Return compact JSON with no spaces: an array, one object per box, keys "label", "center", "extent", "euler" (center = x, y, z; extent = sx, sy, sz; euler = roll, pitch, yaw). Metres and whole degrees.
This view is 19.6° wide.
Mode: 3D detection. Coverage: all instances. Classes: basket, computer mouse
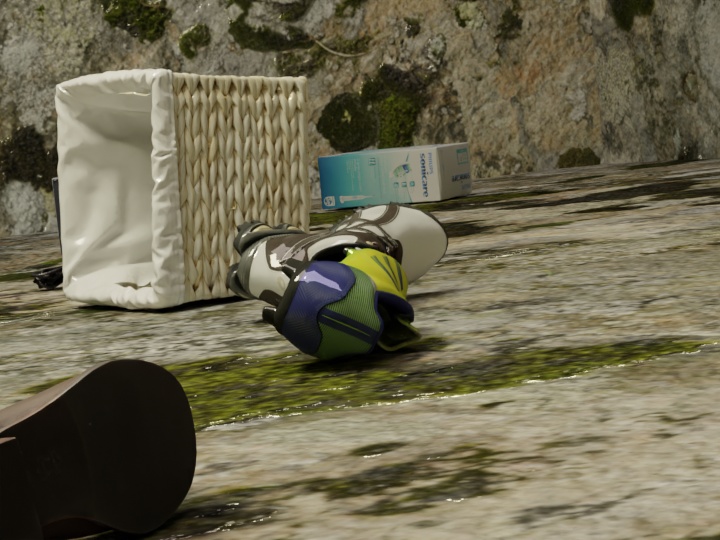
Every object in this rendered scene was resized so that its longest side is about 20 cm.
[{"label":"basket","center":[-0.152,-0.070,1.795],"extent":[0.161,0.200,0.198],"euler":[-2,2,-32]},{"label":"computer mouse","center":[-0.219,-0.011,2.087],"extent":[0.200,0.046,0.140],"euler":[-17,2,35]}]

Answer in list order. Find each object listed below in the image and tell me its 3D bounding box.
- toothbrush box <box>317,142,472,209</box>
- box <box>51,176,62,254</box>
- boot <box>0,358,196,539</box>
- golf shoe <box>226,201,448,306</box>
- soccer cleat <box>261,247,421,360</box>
[{"label":"toothbrush box","center":[0.055,-0.146,3.208],"extent":[0.200,0.085,0.146],"euler":[-2,5,24]},{"label":"box","center":[-0.301,-0.085,2.757],"extent":[0.182,0.104,0.200],"euler":[-7,5,0]},{"label":"boot","center":[-0.183,0.080,0.771],"extent":[0.200,0.064,0.186],"euler":[-9,0,26]},{"label":"golf shoe","center":[0.000,0.000,1.555],"extent":[0.200,0.078,0.094],"euler":[-11,24,-37]},{"label":"soccer cleat","center":[0.003,0.028,1.280],"extent":[0.084,0.065,0.200],"euler":[26,8,13]}]
